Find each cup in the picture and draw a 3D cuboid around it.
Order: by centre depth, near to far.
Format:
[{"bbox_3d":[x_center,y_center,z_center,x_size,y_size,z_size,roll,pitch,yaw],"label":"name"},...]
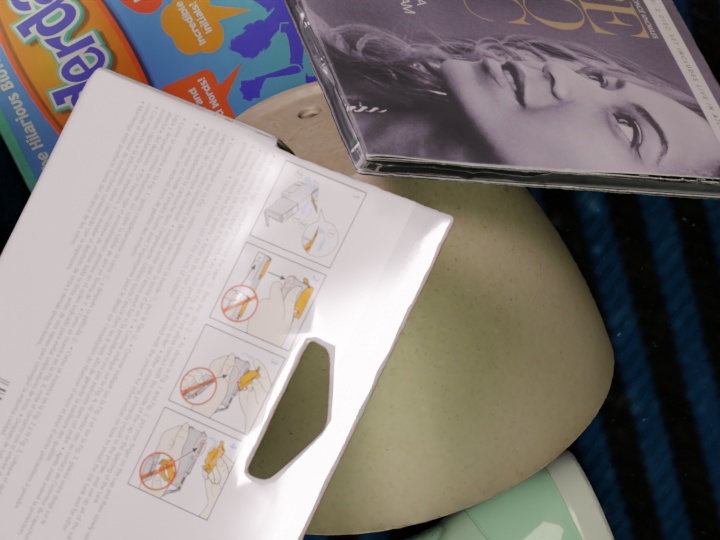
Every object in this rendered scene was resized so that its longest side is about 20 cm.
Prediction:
[{"bbox_3d":[0.000,0.000,1.290,0.200,0.200,0.143,-15,120,1],"label":"cup"}]

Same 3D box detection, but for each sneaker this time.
[{"bbox_3d":[0.088,0.199,1.457,0.118,0.074,0.201,-24,103,-2],"label":"sneaker"}]

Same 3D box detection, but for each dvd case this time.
[{"bbox_3d":[0.067,-0.091,1.266,0.200,0.149,0.016,4,134,-28],"label":"dvd case"}]

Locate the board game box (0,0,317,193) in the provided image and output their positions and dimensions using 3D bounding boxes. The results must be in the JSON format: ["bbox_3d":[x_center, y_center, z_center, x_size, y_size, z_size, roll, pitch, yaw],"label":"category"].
[{"bbox_3d":[-0.081,-0.123,1.325,0.200,0.045,0.152,-24,113,5],"label":"board game box"}]

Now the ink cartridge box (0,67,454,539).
[{"bbox_3d":[-0.073,0.038,1.187,0.173,0.044,0.200,23,82,20],"label":"ink cartridge box"}]
